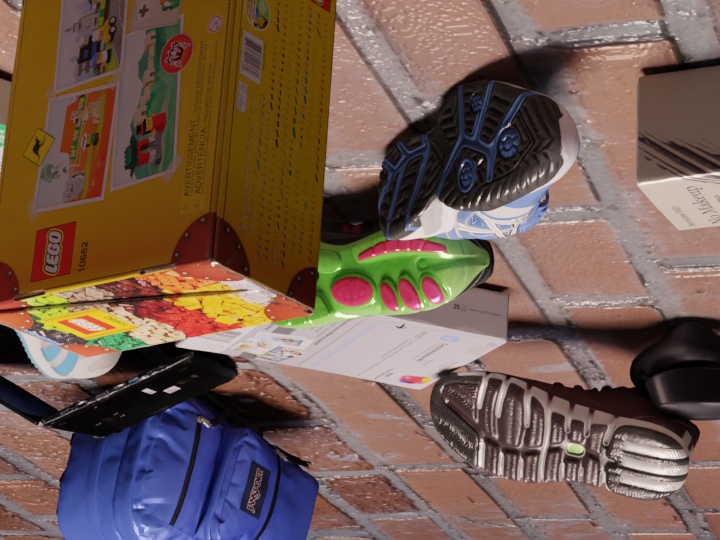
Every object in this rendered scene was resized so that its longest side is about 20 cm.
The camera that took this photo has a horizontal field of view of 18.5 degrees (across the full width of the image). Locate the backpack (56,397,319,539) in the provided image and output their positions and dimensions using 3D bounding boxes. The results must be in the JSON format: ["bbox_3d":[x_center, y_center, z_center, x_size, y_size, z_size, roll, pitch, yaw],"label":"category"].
[{"bbox_3d":[-0.145,0.186,1.876,0.168,0.163,0.200,-13,144,36],"label":"backpack"}]

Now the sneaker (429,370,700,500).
[{"bbox_3d":[0.158,0.112,1.647,0.200,0.076,0.115,17,-159,19],"label":"sneaker"}]

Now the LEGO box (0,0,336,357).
[{"bbox_3d":[-0.094,-0.072,1.065,0.149,0.201,0.077,-11,156,36],"label":"LEGO box"}]

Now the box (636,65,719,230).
[{"bbox_3d":[0.254,-0.074,1.195,0.200,0.069,0.082,-7,158,27],"label":"box"}]

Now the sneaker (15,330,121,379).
[{"bbox_3d":[-0.192,0.025,1.542,0.081,0.077,0.200,-1,159,9],"label":"sneaker"}]

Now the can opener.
[{"bbox_3d":[0.293,0.078,1.637,0.199,0.079,0.063,1,155,-21],"label":"can opener"}]

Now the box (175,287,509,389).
[{"bbox_3d":[-0.015,0.036,1.598,0.200,0.041,0.156,12,160,-19],"label":"box"}]

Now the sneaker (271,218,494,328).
[{"bbox_3d":[0.000,0.000,1.435,0.200,0.077,0.084,4,-176,37],"label":"sneaker"}]

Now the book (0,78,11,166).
[{"bbox_3d":[-0.271,-0.075,1.334,0.200,0.048,0.133,-17,156,42],"label":"book"}]

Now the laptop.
[{"bbox_3d":[-0.218,0.072,1.729,0.200,0.103,0.177,-25,171,5],"label":"laptop"}]

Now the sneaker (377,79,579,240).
[{"bbox_3d":[0.079,-0.061,1.275,0.077,0.076,0.200,4,171,-22],"label":"sneaker"}]
